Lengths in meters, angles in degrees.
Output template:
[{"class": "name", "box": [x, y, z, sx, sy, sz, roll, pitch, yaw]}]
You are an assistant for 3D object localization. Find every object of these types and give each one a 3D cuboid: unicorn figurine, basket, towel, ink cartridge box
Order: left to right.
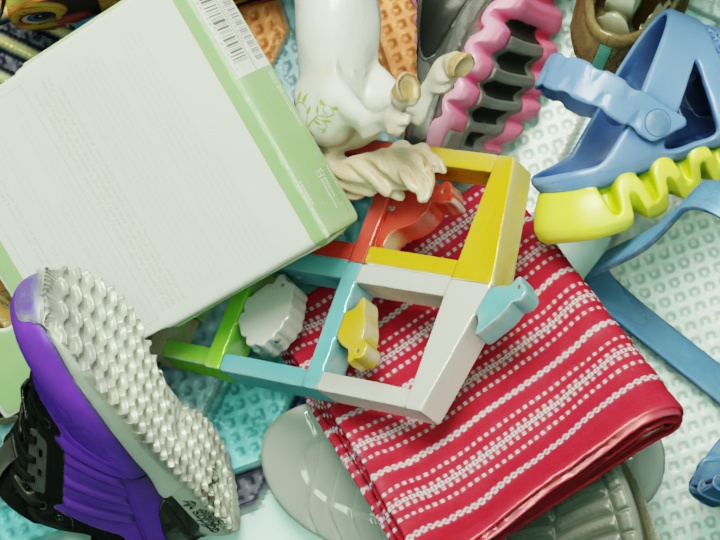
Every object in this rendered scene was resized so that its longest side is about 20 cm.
[{"class": "ink cartridge box", "box": [-0.122, -0.037, 1.174, 0.200, 0.048, 0.146, -29, 93, 24]}, {"class": "unicorn figurine", "box": [-0.003, -0.129, 1.169, 0.074, 0.137, 0.200, 15, 77, -28]}, {"class": "towel", "box": [0.048, 0.046, 1.156, 0.145, 0.022, 0.200, -33, 44, -2]}, {"class": "basket", "box": [0.203, 0.047, 1.128, 0.200, 0.176, 0.139, 38, 74, -4]}]

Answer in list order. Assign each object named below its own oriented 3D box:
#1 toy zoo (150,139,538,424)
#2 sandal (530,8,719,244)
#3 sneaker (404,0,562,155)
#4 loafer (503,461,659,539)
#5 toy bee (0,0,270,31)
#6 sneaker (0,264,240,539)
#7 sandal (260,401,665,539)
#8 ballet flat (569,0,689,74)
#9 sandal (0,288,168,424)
[{"class": "toy zoo", "box": [0.000, 0.000, 1.171, 0.200, 0.020, 0.131, 9, 70, 36]}, {"class": "sandal", "box": [0.162, -0.087, 1.168, 0.200, 0.079, 0.087, -25, 101, -17]}, {"class": "sneaker", "box": [0.053, -0.145, 1.225, 0.095, 0.079, 0.200, 16, 84, 30]}, {"class": "loafer", "box": [0.114, 0.166, 1.131, 0.075, 0.070, 0.200, -16, 80, 20]}, {"class": "toy bee", "box": [-0.133, -0.138, 1.218, 0.200, 0.109, 0.131, -32, 80, 1]}, {"class": "sneaker", "box": [-0.135, 0.079, 1.157, 0.099, 0.200, 0.070, -16, 49, 12]}, {"class": "sandal", "box": [0.051, 0.098, 1.198, 0.203, 0.050, 0.083, 0, 98, 19]}, {"class": "ballet flat", "box": [0.155, -0.189, 1.207, 0.068, 0.072, 0.200, 24, 86, 8]}, {"class": "sandal", "box": [-0.187, 0.040, 1.229, 0.200, 0.054, 0.080, -11, 82, 5]}]
